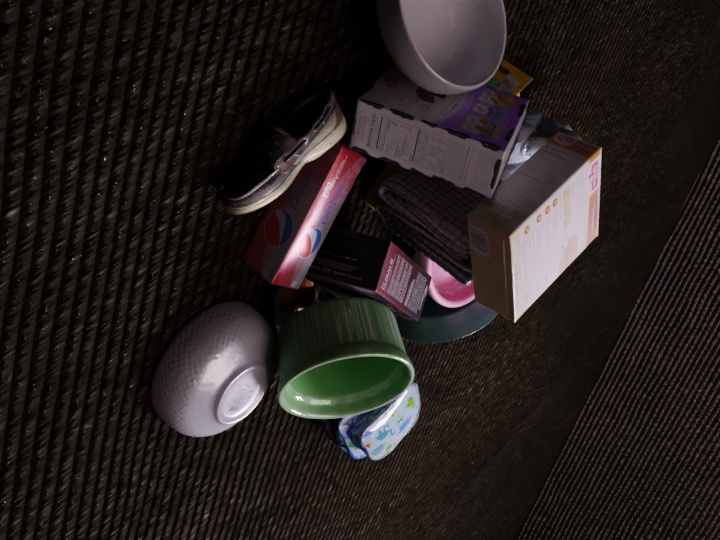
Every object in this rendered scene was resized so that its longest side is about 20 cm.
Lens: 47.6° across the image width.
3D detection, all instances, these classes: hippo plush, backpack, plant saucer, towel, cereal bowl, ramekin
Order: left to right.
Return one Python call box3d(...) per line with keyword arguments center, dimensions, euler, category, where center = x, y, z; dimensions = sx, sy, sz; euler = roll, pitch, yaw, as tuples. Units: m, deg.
box3d(center=(-0.186, 0.148, 1.129), dimensions=(0.199, 0.083, 0.203), euler=(-39, 147, -31), category="cereal bowl")
box3d(center=(-0.027, 0.124, 1.163), dimensions=(0.194, 0.100, 0.202), euler=(-9, 148, -6), category="ramekin")
box3d(center=(0.017, 0.249, 1.476), dimensions=(0.183, 0.146, 0.201), euler=(-44, 152, -17), category="backpack")
box3d(center=(0.091, -0.318, 1.026), dimensions=(0.197, 0.082, 0.206), euler=(6, 81, -42), category="cereal bowl")
box3d(center=(0.153, 0.062, 1.476), dimensions=(0.198, 0.197, 0.037), euler=(-34, 119, -34), category="plant saucer")
box3d(center=(0.141, -0.083, 1.185), dimensions=(0.164, 0.199, 0.087), euler=(-30, 144, -35), category="towel")
box3d(center=(0.166, -0.042, 1.376), dimensions=(0.198, 0.050, 0.205), euler=(-20, 122, -36), category="plant saucer")
box3d(center=(0.298, -0.182, 1.464), dimensions=(0.198, 0.158, 0.164), euler=(-24, 138, -44), category="hippo plush")

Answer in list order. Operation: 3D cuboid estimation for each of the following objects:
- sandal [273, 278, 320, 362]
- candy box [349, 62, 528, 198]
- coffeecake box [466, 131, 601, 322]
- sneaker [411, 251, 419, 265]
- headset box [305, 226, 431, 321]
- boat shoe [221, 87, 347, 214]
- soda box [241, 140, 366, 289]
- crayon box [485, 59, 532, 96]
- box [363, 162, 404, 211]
box3d(center=(-0.086, 0.091, 1.248), dimensions=(0.079, 0.059, 0.210), euler=(-35, 145, -33), category="sandal")
box3d(center=(0.105, -0.192, 1.070), dimensions=(0.168, 0.196, 0.073), euler=(-55, 162, -51), category="candy box")
box3d(center=(0.233, -0.059, 1.080), dimensions=(0.199, 0.072, 0.156), euler=(-40, 139, -25), category="coffeecake box")
box3d(center=(0.157, -0.050, 1.460), dimensions=(0.076, 0.080, 0.204), euler=(2, 116, -55), category="sneaker")
box3d(center=(0.000, 0.000, 1.187), dimensions=(0.200, 0.146, 0.077), euler=(36, 71, -62), category="headset box")
box3d(center=(-0.099, -0.149, 0.990), dimensions=(0.200, 0.072, 0.066), euler=(-47, 139, -25), category="boat shoe")
box3d(center=(-0.075, -0.081, 1.082), dimensions=(0.063, 0.069, 0.203), euler=(13, 108, -57), category="soda box")
box3d(center=(0.145, -0.238, 1.201), dimensions=(0.200, 0.125, 0.052), euler=(-44, 158, -20), category="crayon box")
box3d(center=(0.090, -0.118, 1.321), dimensions=(0.123, 0.047, 0.200), euler=(-56, 151, -2), category="box")
